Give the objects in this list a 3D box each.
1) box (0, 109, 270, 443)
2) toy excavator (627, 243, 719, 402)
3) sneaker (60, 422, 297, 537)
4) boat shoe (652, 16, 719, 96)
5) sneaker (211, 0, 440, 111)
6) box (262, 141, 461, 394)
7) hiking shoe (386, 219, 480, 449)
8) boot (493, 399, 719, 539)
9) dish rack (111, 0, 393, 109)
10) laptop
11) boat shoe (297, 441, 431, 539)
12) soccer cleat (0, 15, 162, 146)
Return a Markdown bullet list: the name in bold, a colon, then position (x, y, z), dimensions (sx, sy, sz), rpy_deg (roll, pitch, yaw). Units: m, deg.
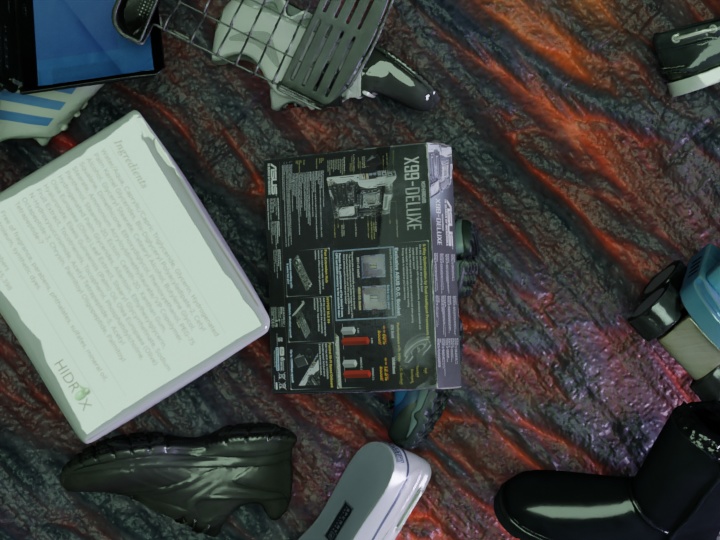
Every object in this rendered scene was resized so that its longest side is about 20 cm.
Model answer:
- **box**: position (-0.190, 0.005, 1.298), dimensions (0.171, 0.199, 0.200), rpy_deg (-31, 92, -3)
- **toy excavator**: position (0.341, -0.005, 1.372), dimensions (0.100, 0.194, 0.200), rpy_deg (47, 116, -2)
- **sneaker**: position (-0.151, 0.180, 1.367), dimensions (0.199, 0.076, 0.091), rpy_deg (-3, 96, -1)
- **boat shoe**: position (0.348, -0.212, 1.393), dimensions (0.200, 0.076, 0.060), rpy_deg (-23, 97, -4)
- **sneaker**: position (-0.033, -0.164, 1.374), dimensions (0.200, 0.074, 0.089), rpy_deg (25, 89, 7)
- **box**: position (0.000, 0.000, 1.342), dimensions (0.157, 0.050, 0.201), rpy_deg (-5, 86, 28)
- **hiking shoe**: position (0.043, 0.050, 1.386), dimensions (0.086, 0.074, 0.201), rpy_deg (11, 86, 14)
- **boot**: position (0.229, 0.167, 1.344), dimensions (0.200, 0.077, 0.168), rpy_deg (15, 130, -8)
- **dish rack**: position (-0.078, -0.221, 1.290), dimensions (0.200, 0.055, 0.154), rpy_deg (25, 106, -5)
- **laptop**: position (-0.268, -0.242, 1.302), dimensions (0.103, 0.200, 0.178), rpy_deg (-30, 52, 27)
- **boat shoe**: position (-0.008, 0.236, 1.374), dimensions (0.065, 0.074, 0.200), rpy_deg (22, 111, -41)
- **soccer cleat**: position (-0.254, -0.157, 1.369), dimensions (0.200, 0.070, 0.087), rpy_deg (-27, 129, -15)
